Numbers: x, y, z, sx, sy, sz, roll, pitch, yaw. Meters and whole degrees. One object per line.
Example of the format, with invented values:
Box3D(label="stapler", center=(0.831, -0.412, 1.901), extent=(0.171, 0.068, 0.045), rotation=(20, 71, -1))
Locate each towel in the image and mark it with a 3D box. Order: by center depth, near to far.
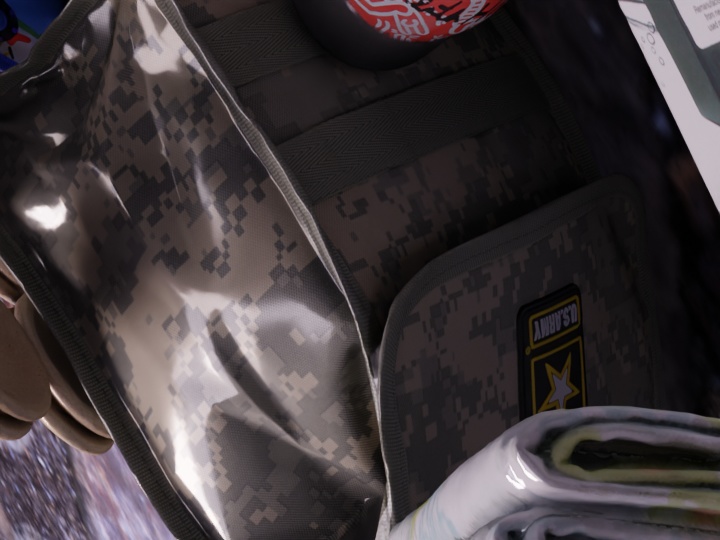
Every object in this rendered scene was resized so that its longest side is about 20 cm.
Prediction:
Box3D(label="towel", center=(0.096, 0.077, 0.638), extent=(0.200, 0.171, 0.048), rotation=(119, 162, -74))

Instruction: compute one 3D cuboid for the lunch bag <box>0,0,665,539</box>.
Box3D(label="lunch bag", center=(0.000, 0.000, 0.806), extent=(0.118, 0.164, 0.200), rotation=(-37, 83, 34))

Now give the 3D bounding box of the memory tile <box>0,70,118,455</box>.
Box3D(label="memory tile", center=(-0.117, -0.014, 0.790), extent=(0.153, 0.017, 0.200), rotation=(60, -166, 22))

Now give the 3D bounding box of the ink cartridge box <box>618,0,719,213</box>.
Box3D(label="ink cartridge box", center=(0.121, -0.064, 0.567), extent=(0.200, 0.083, 0.147), rotation=(63, 160, -9))

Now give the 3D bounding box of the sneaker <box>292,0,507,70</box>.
Box3D(label="sneaker", center=(0.008, -0.164, 0.743), extent=(0.108, 0.067, 0.202), rotation=(-31, 72, 47))

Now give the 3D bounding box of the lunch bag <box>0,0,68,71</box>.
Box3D(label="lunch bag", center=(-0.126, -0.135, 0.942), extent=(0.200, 0.094, 0.151), rotation=(42, -158, -35))
